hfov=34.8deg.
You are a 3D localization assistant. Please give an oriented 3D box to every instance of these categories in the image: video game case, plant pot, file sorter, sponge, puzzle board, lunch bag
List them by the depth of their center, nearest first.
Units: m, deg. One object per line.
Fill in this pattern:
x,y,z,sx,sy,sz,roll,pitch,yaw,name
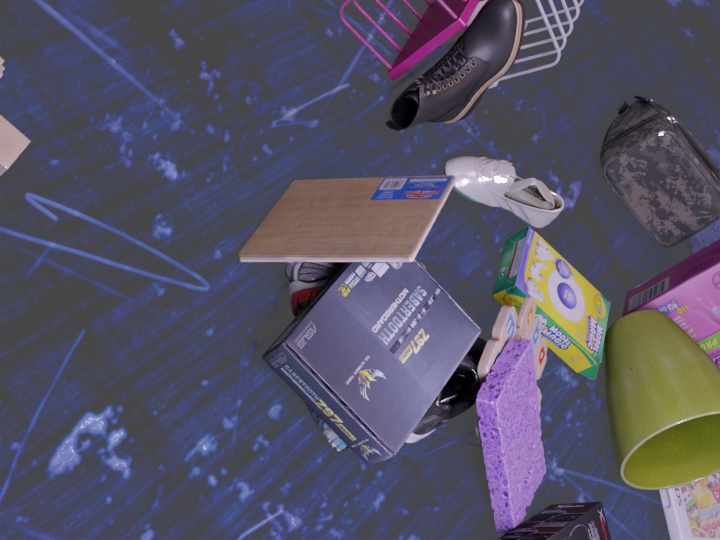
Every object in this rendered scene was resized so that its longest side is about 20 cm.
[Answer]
-0.012,-0.053,1.216,0.151,0.200,0.017,-58,141,-47,puzzle board
0.172,0.187,1.292,0.112,0.030,0.200,-51,140,-45,sponge
0.078,-0.382,1.533,0.125,0.139,0.200,44,43,-16,file sorter
0.402,0.159,1.534,0.187,0.187,0.200,20,40,-37,plant pot
0.484,0.299,1.631,0.200,0.023,0.182,14,58,-40,video game case
0.240,-0.390,1.689,0.139,0.124,0.200,61,36,-27,file sorter
0.477,-0.166,1.823,0.200,0.139,0.168,46,26,-17,lunch bag

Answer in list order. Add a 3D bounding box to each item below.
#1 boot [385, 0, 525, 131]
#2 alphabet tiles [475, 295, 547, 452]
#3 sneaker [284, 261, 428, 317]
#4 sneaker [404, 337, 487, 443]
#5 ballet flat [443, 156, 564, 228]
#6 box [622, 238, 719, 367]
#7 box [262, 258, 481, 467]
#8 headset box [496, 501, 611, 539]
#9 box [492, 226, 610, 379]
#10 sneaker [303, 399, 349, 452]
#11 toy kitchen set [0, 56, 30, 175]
0.122,-0.258,1.463,0.077,0.200,0.138,43,39,22,boot
0.176,0.136,1.334,0.196,0.015,0.200,-63,147,-32,alphabet tiles
0.000,0.000,1.273,0.200,0.078,0.082,-2,67,-46,sneaker
0.112,0.125,1.301,0.067,0.090,0.200,56,41,-1,sneaker
0.201,-0.116,1.556,0.200,0.069,0.070,23,52,-35,ballet flat
0.509,0.084,1.654,0.200,0.176,0.097,53,27,-9,box
0.017,0.074,1.168,0.158,0.051,0.200,47,51,-7,box
0.204,0.356,1.251,0.200,0.077,0.149,-16,91,-48,headset box
0.268,0.048,1.542,0.200,0.048,0.117,41,44,-23,box
0.009,0.099,1.225,0.086,0.078,0.200,49,41,-7,sneaker
-0.339,-0.204,0.982,0.200,0.163,0.181,43,43,-19,toy kitchen set
